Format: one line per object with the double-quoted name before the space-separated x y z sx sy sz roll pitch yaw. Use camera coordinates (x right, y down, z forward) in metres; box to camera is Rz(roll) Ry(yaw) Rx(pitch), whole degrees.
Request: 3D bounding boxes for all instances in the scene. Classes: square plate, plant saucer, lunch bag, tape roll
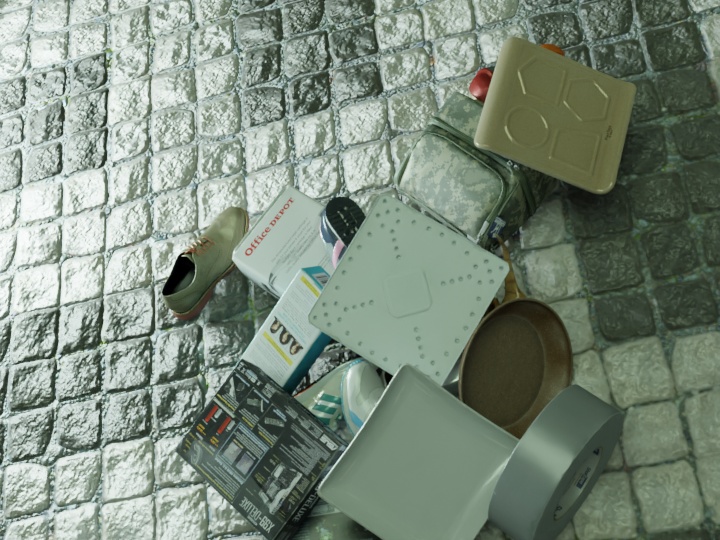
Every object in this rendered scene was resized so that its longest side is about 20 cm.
"square plate" 0.080 0.248 1.275 0.197 0.028 0.201 34 94 -2
"plant saucer" 0.195 0.134 1.339 0.037 0.200 0.201 11 64 55
"lunch bag" 0.165 -0.134 1.491 0.199 0.139 0.168 37 83 27
"tape roll" 0.238 0.241 1.249 0.066 0.201 0.201 31 77 26

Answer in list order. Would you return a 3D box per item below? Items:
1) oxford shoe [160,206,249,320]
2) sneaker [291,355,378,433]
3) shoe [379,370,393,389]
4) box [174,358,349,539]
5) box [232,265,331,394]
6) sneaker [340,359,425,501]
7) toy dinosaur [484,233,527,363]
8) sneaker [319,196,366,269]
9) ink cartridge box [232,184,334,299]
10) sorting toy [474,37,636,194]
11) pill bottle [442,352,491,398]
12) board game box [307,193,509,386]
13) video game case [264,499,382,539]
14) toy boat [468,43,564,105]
"oxford shoe" -0.238 -0.022 1.589 0.070 0.075 0.201 19 71 25
"sneaker" -0.043 0.196 1.435 0.199 0.070 0.094 -34 84 4
"shoe" 0.073 0.219 1.379 0.069 0.054 0.201 -20 65 -14
"box" -0.130 0.241 1.376 0.199 0.050 0.158 35 88 26
"box" -0.095 0.096 1.443 0.082 0.049 0.201 46 117 21
"sneaker" 0.037 0.209 1.335 0.080 0.076 0.202 -21 87 35
"toy dinosaur" 0.209 0.039 1.405 0.060 0.106 0.202 -13 97 -10
"sneaker" 0.000 0.000 1.424 0.070 0.082 0.202 -15 73 -21
"ink cartridge box" -0.068 -0.013 1.530 0.199 0.083 0.147 32 76 26
"sorting toy" 0.268 -0.212 1.417 0.198 0.037 0.187 19 67 -2
"pill bottle" 0.109 0.080 1.415 0.113 0.114 0.202 -20 61 6
"board game box" 0.063 0.032 1.345 0.199 0.026 0.201 30 84 13
"video game case" -0.031 0.336 1.371 0.198 0.023 0.183 -9 62 3
"toy boat" 0.264 -0.268 1.512 0.199 0.132 0.130 33 34 27
